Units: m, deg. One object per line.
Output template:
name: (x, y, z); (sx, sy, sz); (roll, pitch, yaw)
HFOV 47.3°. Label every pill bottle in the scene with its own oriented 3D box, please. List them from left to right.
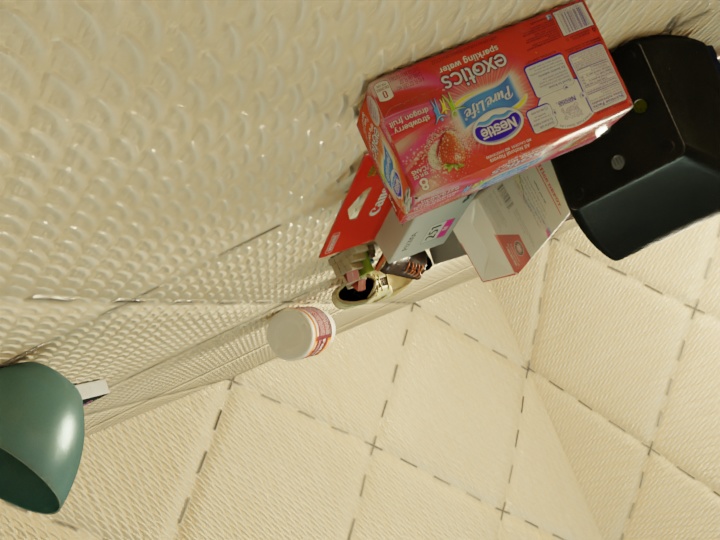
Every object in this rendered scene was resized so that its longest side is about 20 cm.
pill bottle: (-0.129, 0.141, 1.877); (0.113, 0.116, 0.200); (-25, 173, 14)

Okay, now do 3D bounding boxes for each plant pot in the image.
plant pot: (-0.436, 0.199, 1.061); (0.199, 0.199, 0.136); (-31, -155, 48)
plant pot: (0.305, -0.144, 0.925); (0.198, 0.203, 0.176); (-28, 162, 34)

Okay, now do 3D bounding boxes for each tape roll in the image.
tape roll: (0.219, -0.074, 1.528); (0.197, 0.067, 0.200); (-19, -179, 0)

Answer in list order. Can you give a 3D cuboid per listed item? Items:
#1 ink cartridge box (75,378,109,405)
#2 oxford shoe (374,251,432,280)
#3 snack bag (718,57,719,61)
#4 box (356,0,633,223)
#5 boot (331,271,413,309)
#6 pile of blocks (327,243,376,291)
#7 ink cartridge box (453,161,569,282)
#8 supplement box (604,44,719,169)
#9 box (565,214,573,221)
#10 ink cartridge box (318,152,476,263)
ink cartridge box: (-0.555, 0.242, 1.514); (0.094, 0.038, 0.200); (-26, 171, 12)
oxford shoe: (0.084, -0.020, 1.478); (0.072, 0.072, 0.200); (-58, 167, 19)
snack bag: (0.498, -0.204, 1.185); (0.021, 0.204, 0.189); (13, 170, -4)
box: (0.105, -0.128, 0.679); (0.197, 0.101, 0.096); (-24, 173, -9)
boot: (0.034, 0.027, 1.754); (0.197, 0.074, 0.155); (-18, 176, -6)
pile of blocks: (0.000, 0.000, 1.465); (0.081, 0.063, 0.200); (-24, 174, 3)
ink cartridge box: (0.209, -0.090, 1.112); (0.067, 0.118, 0.200); (-16, -160, 49)
supplement box: (0.380, -0.195, 1.087); (0.109, 0.110, 0.199); (-17, 171, -43)
box: (0.276, -0.114, 1.367); (0.196, 0.076, 0.100); (-10, 168, -11)
ink cartridge box: (0.056, -0.077, 0.938); (0.172, 0.044, 0.201); (-22, 157, -30)
